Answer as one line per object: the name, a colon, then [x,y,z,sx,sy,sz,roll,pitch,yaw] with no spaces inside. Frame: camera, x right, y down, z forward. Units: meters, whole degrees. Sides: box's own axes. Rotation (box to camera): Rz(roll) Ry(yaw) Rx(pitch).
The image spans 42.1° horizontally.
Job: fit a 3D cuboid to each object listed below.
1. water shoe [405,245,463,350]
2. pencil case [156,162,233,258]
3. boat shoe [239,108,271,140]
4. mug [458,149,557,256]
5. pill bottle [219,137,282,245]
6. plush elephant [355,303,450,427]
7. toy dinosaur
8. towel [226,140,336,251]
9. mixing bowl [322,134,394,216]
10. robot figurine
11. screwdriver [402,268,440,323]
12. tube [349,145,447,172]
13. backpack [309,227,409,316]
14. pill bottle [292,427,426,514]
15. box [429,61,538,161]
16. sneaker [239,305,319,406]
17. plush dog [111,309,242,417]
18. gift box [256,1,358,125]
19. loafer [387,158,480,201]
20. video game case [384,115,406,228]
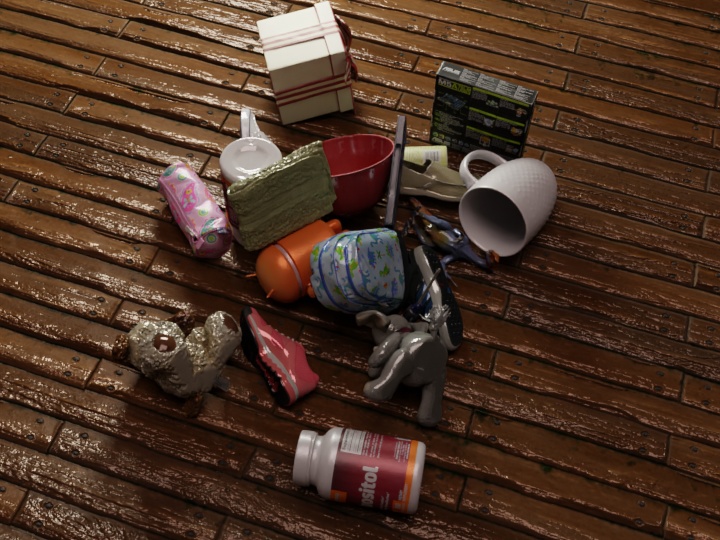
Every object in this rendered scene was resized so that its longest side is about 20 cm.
water shoe: [0.125,0.057,1.690,0.079,0.071,0.202,-27,68,31]
pencil case: [-0.315,-0.113,1.773,0.087,0.088,0.201,-23,58,-18]
boat shoe: [-0.206,-0.240,1.884,0.065,0.074,0.202,-4,65,-11]
mug: [0.274,-0.150,1.776,0.200,0.148,0.175,43,51,8]
pill bottle: [-0.196,-0.138,1.725,0.113,0.201,0.115,1,53,-1]
plush elephant: [0.064,0.138,1.581,0.164,0.154,0.202,21,87,-34]
toy dinosaur: [0.177,-0.066,1.762,0.180,0.105,0.201,21,43,-10]
towel: [-0.134,-0.129,1.637,0.199,0.149,0.036,-31,44,-20]
mixing bowl: [-0.023,-0.173,1.793,0.198,0.109,0.201,-10,27,5]
robot figurine: [-0.106,-0.017,1.696,0.199,0.117,0.145,-30,88,-22]
screwdriver: [0.108,0.051,1.606,0.029,0.200,0.028,47,58,8]
tube: [0.077,-0.224,1.894,0.198,0.053,0.058,-2,13,0]
backpack: [0.000,0.000,1.607,0.199,0.153,0.165,1,83,-38]
pill bottle: [-0.002,0.310,1.469,0.198,0.113,0.114,9,55,5]
box: [0.239,-0.305,1.864,0.198,0.194,0.048,20,55,13]
sneaker: [-0.142,0.142,1.621,0.086,0.074,0.201,-18,60,-31]
plush dog: [-0.322,0.142,1.583,0.171,0.162,0.199,28,29,33]
gift box: [-0.098,-0.417,1.946,0.185,0.185,0.201,-16,60,-2]
loafer: [0.147,-0.181,1.837,0.198,0.069,0.076,3,26,1]
video game case: [0.066,-0.172,1.744,0.019,0.143,0.202,6,83,4]
